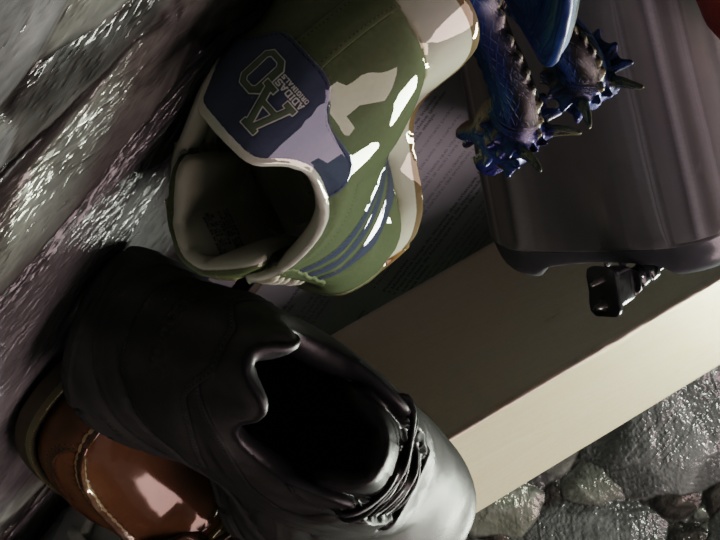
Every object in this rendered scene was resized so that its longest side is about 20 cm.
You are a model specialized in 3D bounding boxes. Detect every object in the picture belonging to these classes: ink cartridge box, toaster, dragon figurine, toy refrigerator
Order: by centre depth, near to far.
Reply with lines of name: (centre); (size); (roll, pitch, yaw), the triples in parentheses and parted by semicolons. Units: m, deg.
dragon figurine: (0.052, -0.102, 0.820); (0.059, 0.099, 0.200); (-47, 172, -28)
toaster: (0.101, -0.084, 1.002); (0.113, 0.130, 0.200); (-1, -154, 33)
toy refrigerator: (0.063, 0.030, 1.081); (0.199, 0.070, 0.076); (-30, 153, -15)
ink cartridge box: (0.000, 0.000, 1.093); (0.199, 0.041, 0.200); (18, 115, -50)

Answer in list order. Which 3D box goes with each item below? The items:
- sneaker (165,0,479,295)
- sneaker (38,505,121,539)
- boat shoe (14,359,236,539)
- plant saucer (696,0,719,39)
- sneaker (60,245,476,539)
sneaker: (-0.026, -0.030, 0.865); (0.090, 0.067, 0.200); (-40, 169, -22)
sneaker: (-0.113, 0.128, 1.101); (0.200, 0.070, 0.080); (-54, 173, -51)
boat shoe: (-0.055, 0.078, 1.002); (0.072, 0.068, 0.200); (-47, 155, 1)
plant saucer: (0.125, -0.166, 0.854); (0.200, 0.036, 0.201); (28, 70, -75)
sneaker: (-0.012, 0.061, 0.929); (0.200, 0.090, 0.076); (32, 77, -49)
